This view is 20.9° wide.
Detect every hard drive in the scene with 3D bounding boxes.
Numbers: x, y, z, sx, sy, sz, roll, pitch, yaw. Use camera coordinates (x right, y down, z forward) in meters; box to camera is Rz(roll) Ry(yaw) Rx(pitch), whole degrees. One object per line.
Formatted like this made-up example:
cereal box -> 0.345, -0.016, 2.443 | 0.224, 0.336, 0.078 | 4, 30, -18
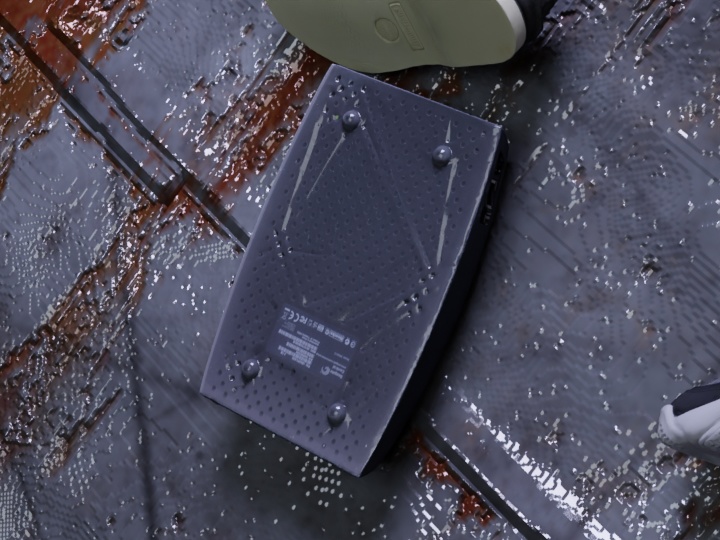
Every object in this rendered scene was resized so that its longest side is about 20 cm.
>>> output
hard drive -> 0.000, 0.000, 1.067 | 0.135, 0.042, 0.201 | 24, 93, 34

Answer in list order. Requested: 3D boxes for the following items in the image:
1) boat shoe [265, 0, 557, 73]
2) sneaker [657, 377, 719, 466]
boat shoe -> 0.027, -0.154, 1.076 | 0.201, 0.074, 0.063 | 9, 45, 45
sneaker -> 0.223, 0.031, 0.891 | 0.200, 0.075, 0.114 | -15, 58, 49
